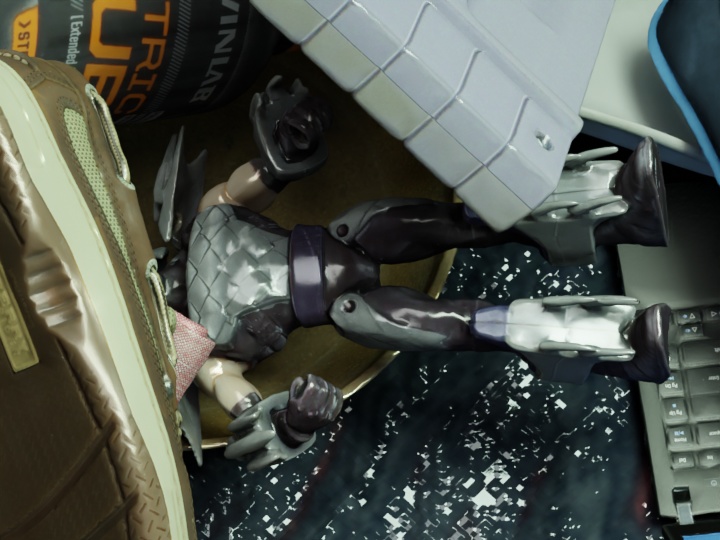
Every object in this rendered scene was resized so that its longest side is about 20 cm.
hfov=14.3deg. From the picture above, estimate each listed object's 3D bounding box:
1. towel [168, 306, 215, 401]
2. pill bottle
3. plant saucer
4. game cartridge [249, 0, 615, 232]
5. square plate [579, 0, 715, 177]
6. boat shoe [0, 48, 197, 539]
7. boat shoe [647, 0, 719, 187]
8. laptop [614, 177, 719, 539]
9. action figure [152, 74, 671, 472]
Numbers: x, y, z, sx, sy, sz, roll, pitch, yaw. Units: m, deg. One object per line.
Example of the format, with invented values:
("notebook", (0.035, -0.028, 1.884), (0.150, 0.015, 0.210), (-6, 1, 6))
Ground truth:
("towel", (-0.154, 0.071, 0.928), (0.144, 0.023, 0.200), (31, 92, 17))
("pill bottle", (-0.097, -0.099, 0.943), (0.200, 0.106, 0.106), (-11, 61, -35))
("plant saucer", (-0.064, -0.023, 1.010), (0.200, 0.035, 0.200), (0, 64, 0))
("game cartridge", (0.026, -0.109, 0.902), (0.130, 0.038, 0.200), (46, 30, -15))
("square plate", (0.044, -0.122, 1.000), (0.028, 0.200, 0.198), (-40, 56, 30))
("boat shoe", (-0.078, 0.030, 0.863), (0.075, 0.075, 0.203), (-12, 94, 34))
("boat shoe", (0.158, -0.040, 0.942), (0.084, 0.069, 0.200), (6, 42, -46))
("laptop", (0.185, 0.034, 0.946), (0.177, 0.103, 0.200), (-5, 65, -3))
("action figure", (0.000, 0.000, 0.934), (0.200, 0.069, 0.130), (-3, 81, 9))
